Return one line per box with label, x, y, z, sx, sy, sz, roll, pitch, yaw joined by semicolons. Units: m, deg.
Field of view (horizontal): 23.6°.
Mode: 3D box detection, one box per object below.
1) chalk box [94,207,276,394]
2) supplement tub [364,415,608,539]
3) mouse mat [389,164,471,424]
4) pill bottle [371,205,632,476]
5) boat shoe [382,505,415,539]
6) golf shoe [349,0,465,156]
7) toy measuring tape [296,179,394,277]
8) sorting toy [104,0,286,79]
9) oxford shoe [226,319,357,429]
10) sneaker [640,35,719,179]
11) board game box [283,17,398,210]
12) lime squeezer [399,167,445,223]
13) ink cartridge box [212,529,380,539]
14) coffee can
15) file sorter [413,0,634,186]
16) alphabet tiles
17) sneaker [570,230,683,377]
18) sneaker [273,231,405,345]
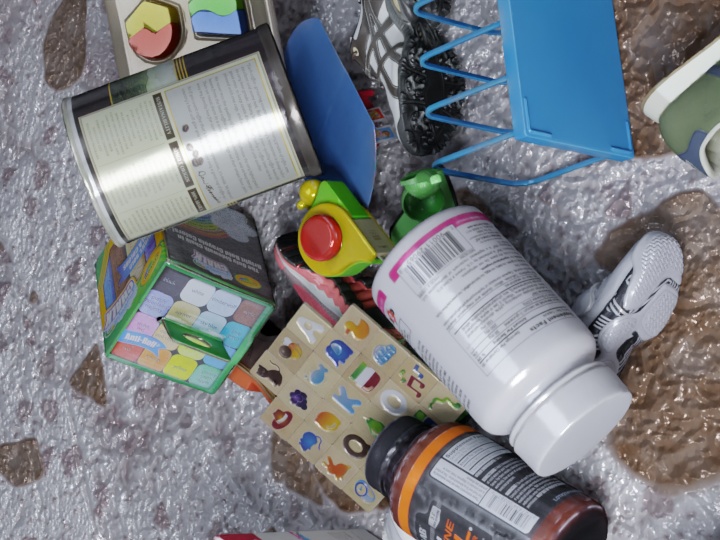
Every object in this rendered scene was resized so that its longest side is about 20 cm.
chalk box;-0.168;0.027;1.651;0.124;0.124;0.200;-53;28;24
supplement tub;0.098;0.194;1.427;0.200;0.107;0.107;28;104;36
mouse mat;0.075;0.025;1.490;0.161;0.008;0.200;127;130;-63
pill bottle;0.110;0.055;1.338;0.200;0.113;0.113;50;118;23
boat shoe;0.074;0.283;1.481;0.200;0.072;0.069;55;142;25
golf shoe;0.039;-0.188;1.572;0.094;0.078;0.200;-25;59;45
toy measuring tape;0.000;0.000;1.533;0.074;0.074;0.200;-49;64;27
sorting toy;-0.163;-0.204;1.694;0.200;0.036;0.185;-11;90;29
oxford shoe;-0.054;0.096;1.618;0.200;0.071;0.073;24;97;43
sneaker;0.312;-0.150;1.318;0.200;0.067;0.090;-43;66;31
board game box;-0.017;-0.136;1.618;0.200;0.039;0.158;64;151;29
lime squeezer;0.051;-0.053;1.406;0.038;0.200;0.071;0;64;3
ink cartridge box;-0.058;0.309;1.505;0.086;0.200;0.148;31;106;41
coffee can;-0.152;-0.123;1.570;0.200;0.146;0.147;-20;66;0
file sorter;0.127;-0.182;1.440;0.123;0.139;0.200;-17;73;43
alphabet tiles;0.001;0.124;1.525;0.200;0.006;0.166;41;125;3
sneaker;0.177;0.040;1.405;0.115;0.075;0.200;38;114;36
sneaker;-0.026;0.034;1.600;0.200;0.074;0.087;44;135;45
